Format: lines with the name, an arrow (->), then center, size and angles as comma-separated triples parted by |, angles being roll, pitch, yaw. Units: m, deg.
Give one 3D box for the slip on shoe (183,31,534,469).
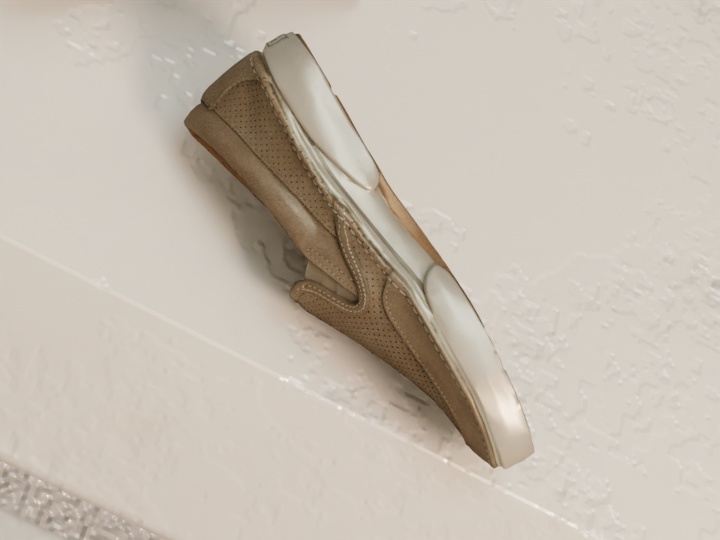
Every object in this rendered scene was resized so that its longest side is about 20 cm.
slip on shoe -> 0.000, 0.000, 0.895 | 0.060, 0.076, 0.201 | -32, 88, -1
